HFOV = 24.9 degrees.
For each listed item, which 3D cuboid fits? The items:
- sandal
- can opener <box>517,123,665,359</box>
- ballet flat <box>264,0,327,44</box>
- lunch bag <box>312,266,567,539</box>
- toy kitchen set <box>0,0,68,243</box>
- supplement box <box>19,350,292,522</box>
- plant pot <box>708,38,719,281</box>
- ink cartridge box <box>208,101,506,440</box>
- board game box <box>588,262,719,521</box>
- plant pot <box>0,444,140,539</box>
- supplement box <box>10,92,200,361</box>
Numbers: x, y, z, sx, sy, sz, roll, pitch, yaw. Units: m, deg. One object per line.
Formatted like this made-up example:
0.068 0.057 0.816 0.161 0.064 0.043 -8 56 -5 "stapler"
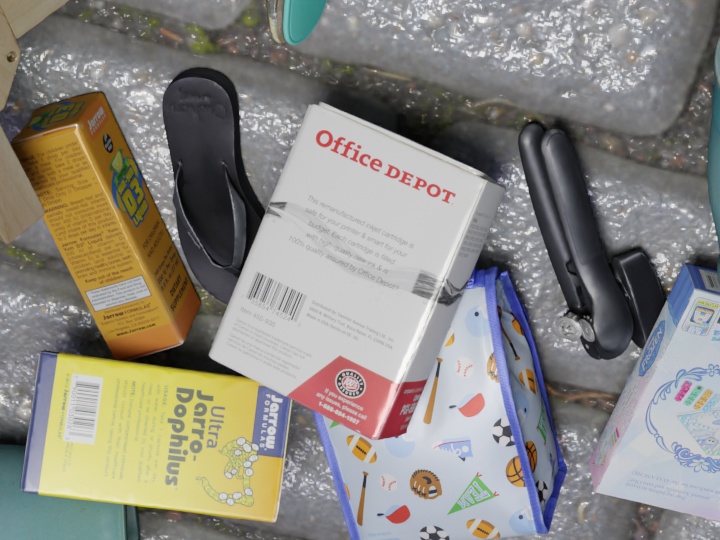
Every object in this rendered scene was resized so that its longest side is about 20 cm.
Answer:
-0.115 -0.054 1.256 0.075 0.043 0.202 -7 118 15 "sandal"
0.163 -0.020 1.223 0.063 0.078 0.201 4 126 55 "can opener"
-0.039 -0.257 1.121 0.071 0.072 0.202 19 121 0 "ballet flat"
0.056 0.100 1.264 0.168 0.124 0.202 -12 110 19 "lunch bag"
-0.256 -0.174 1.175 0.163 0.200 0.181 34 155 36 "toy kitchen set"
-0.161 0.132 1.289 0.198 0.109 0.111 8 83 -8 "supplement box"
0.322 -0.056 1.087 0.198 0.201 0.189 7 136 6 "plant pot"
0.000 0.000 1.178 0.146 0.083 0.202 25 95 17 "ink cartridge box"
0.303 0.106 1.249 0.198 0.044 0.201 14 121 -10 "board game box"
-0.282 0.240 1.380 0.186 0.201 0.202 -4 120 -4 "plant pot"
-0.197 -0.033 1.271 0.068 0.067 0.201 -16 116 19 "supplement box"
